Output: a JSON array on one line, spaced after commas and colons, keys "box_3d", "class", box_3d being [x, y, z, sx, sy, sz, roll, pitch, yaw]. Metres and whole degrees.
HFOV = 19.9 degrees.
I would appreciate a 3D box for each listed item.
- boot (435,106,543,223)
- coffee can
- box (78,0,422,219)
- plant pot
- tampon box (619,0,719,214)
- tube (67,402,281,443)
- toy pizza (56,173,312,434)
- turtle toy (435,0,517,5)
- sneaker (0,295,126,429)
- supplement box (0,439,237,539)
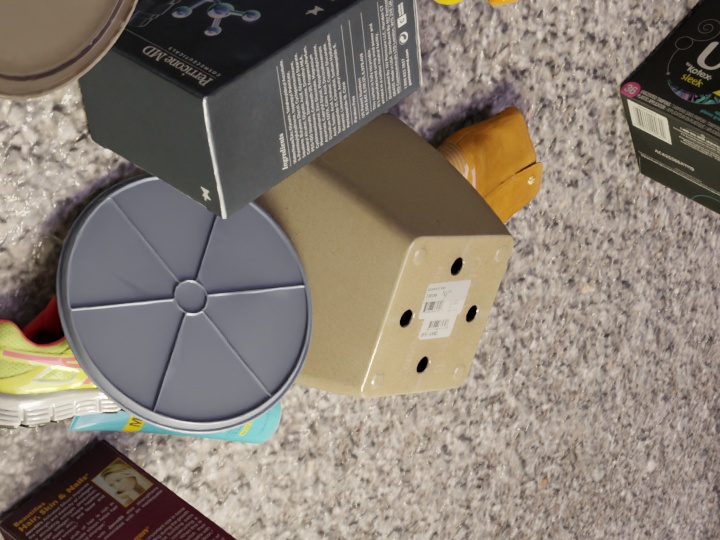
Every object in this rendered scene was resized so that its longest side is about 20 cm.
[{"box_3d": [0.104, -0.035, 1.815, 0.144, 0.071, 0.202, -28, 129, -33], "class": "boot"}, {"box_3d": [-0.238, -0.201, 1.164, 0.146, 0.200, 0.147, -30, 135, -35], "class": "coffee can"}, {"box_3d": [-0.078, -0.151, 1.442, 0.200, 0.148, 0.107, -37, 139, -30], "class": "box"}, {"box_3d": [0.000, 0.000, 1.623, 0.199, 0.177, 0.201, -2, 117, -50], "class": "plant pot"}, {"box_3d": [0.376, -0.171, 1.984, 0.200, 0.150, 0.126, -47, 144, -18], "class": "tampon box"}, {"box_3d": [-0.147, 0.102, 1.635, 0.200, 0.050, 0.078, 14, 92, -48], "class": "tube"}, {"box_3d": [-0.129, 0.024, 1.503, 0.200, 0.201, 0.032, -33, 178, -32], "class": "toy pizza"}, {"box_3d": [0.123, -0.284, 1.556, 0.200, 0.101, 0.146, -48, 152, -20], "class": "turtle toy"}, {"box_3d": [-0.197, 0.059, 1.506, 0.200, 0.078, 0.091, -8, 98, -44], "class": "sneaker"}, {"box_3d": [-0.166, 0.233, 1.565, 0.110, 0.200, 0.086, -40, 141, -25], "class": "supplement box"}]
